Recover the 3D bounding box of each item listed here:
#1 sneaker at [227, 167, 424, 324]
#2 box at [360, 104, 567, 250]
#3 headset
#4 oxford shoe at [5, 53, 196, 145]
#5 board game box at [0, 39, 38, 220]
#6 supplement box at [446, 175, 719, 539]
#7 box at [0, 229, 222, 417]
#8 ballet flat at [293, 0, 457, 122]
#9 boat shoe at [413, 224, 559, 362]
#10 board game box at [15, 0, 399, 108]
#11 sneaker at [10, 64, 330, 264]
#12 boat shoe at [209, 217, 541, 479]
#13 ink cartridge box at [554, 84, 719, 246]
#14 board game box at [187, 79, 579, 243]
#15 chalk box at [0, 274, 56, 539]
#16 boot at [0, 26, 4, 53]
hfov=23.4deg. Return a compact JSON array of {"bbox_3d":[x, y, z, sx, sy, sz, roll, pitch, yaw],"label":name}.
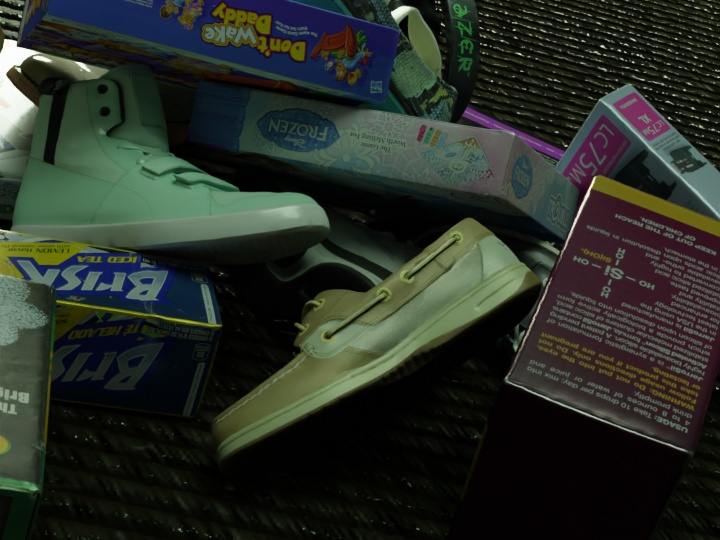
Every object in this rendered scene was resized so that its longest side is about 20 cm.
[{"bbox_3d":[0.000,0.001,1.075,0.115,0.076,0.200,-1,29,-38],"label":"sneaker"},{"bbox_3d":[0.102,-0.057,1.283,0.143,0.036,0.200,26,27,14],"label":"box"},{"bbox_3d":[0.039,-0.156,1.298,0.094,0.124,0.200,-1,-6,-29],"label":"headset"},{"bbox_3d":[-0.161,-0.131,1.154,0.071,0.074,0.200,43,17,14],"label":"oxford shoe"},{"bbox_3d":[-0.251,-0.098,1.135,0.126,0.035,0.200,6,31,-25],"label":"board game box"},{"bbox_3d":[0.134,0.064,0.954,0.103,0.131,0.200,22,39,7],"label":"supplement box"},{"bbox_3d":[-0.180,0.023,0.934,0.200,0.064,0.070,9,29,-18],"label":"box"},{"bbox_3d":[0.007,-0.160,1.140,0.074,0.074,0.200,51,-2,44],"label":"ballet flat"},{"bbox_3d":[0.118,0.033,1.095,0.200,0.073,0.063,27,26,4],"label":"boat shoe"},{"bbox_3d":[-0.094,-0.138,1.035,0.200,0.045,0.134,13,-4,-17],"label":"board game box"},{"bbox_3d":[-0.110,-0.065,0.999,0.200,0.118,0.074,1,-10,22],"label":"sneaker"},{"bbox_3d":[0.000,0.041,0.934,0.200,0.074,0.066,-30,69,-17],"label":"boat shoe"},{"bbox_3d":[0.209,-0.012,1.146,0.200,0.119,0.042,46,49,15],"label":"ink cartridge box"},{"bbox_3d":[0.021,-0.065,1.097,0.199,0.043,0.200,10,-4,19],"label":"board game box"},{"bbox_3d":[-0.204,0.095,0.731,0.125,0.124,0.200,13,30,-14],"label":"chalk box"},{"bbox_3d":[-0.321,-0.112,1.062,0.201,0.071,0.144,-37,35,-21],"label":"boot"}]
